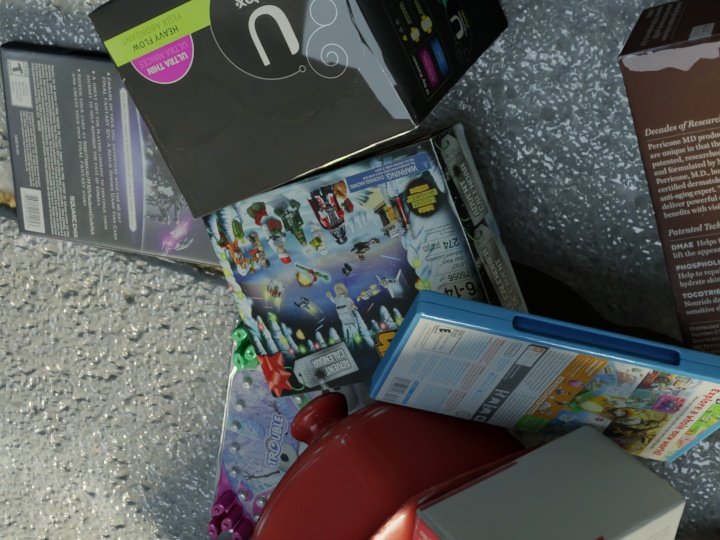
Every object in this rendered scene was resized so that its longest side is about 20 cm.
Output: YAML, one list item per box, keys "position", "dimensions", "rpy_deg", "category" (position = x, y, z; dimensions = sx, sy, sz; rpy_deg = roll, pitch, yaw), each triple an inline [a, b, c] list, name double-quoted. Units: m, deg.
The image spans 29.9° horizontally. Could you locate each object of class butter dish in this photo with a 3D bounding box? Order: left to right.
- position: [0.009, 0.144, 0.878]
  dimensions: [0.148, 0.199, 0.200]
  rpy_deg: [50, 125, 23]
  category: "butter dish"

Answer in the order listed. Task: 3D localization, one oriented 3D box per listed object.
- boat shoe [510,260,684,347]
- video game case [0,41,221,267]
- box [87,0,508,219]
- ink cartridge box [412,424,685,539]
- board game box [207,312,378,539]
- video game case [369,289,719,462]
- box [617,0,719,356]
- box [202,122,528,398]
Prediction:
- position: [0.128, 0.060, 0.873]
  dimensions: [0.199, 0.072, 0.076]
  rpy_deg: [28, 137, 8]
  category: "boat shoe"
- position: [-0.156, -0.078, 0.939]
  dimensions: [0.198, 0.019, 0.144]
  rpy_deg: [9, 117, 16]
  category: "video game case"
- position: [-0.025, -0.139, 0.753]
  dimensions: [0.148, 0.200, 0.125]
  rpy_deg: [-20, 107, 28]
  category: "box"
- position: [0.098, 0.213, 0.801]
  dimensions: [0.083, 0.144, 0.201]
  rpy_deg: [37, 133, 39]
  category: "ink cartridge box"
- position: [-0.014, 0.145, 0.988]
  dimensions: [0.198, 0.026, 0.201]
  rpy_deg: [17, 120, 12]
  category: "board game box"
- position: [0.114, 0.066, 0.784]
  dimensions: [0.198, 0.018, 0.143]
  rpy_deg: [13, 154, -5]
  category: "video game case"
- position: [0.207, -0.048, 0.767]
  dimensions: [0.074, 0.100, 0.201]
  rpy_deg: [-7, 111, 23]
  category: "box"
- position: [0.000, 0.000, 0.850]
  dimensions: [0.199, 0.040, 0.138]
  rpy_deg: [-15, 101, 40]
  category: "box"
